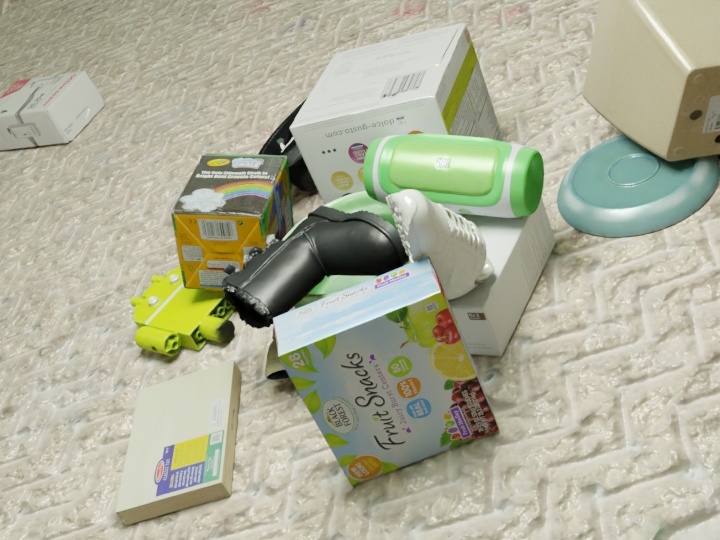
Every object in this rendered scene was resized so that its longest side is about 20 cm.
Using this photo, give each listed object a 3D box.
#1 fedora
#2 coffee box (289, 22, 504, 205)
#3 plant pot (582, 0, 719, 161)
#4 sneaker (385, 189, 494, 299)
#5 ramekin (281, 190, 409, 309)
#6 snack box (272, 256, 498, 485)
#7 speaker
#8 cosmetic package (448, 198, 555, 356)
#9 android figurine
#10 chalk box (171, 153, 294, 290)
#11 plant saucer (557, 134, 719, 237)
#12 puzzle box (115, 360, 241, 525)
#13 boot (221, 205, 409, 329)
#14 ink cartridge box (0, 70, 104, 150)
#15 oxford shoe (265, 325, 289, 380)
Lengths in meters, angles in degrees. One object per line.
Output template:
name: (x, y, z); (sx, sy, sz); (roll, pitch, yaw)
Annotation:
fedora: (-0.061, -0.187, 1.575); (0.200, 0.092, 0.201); (-37, 24, 19)
coffee box: (0.058, -0.176, 1.406); (0.199, 0.198, 0.200); (-8, 35, 24)
plant pot: (0.404, -0.244, 1.272); (0.199, 0.200, 0.177); (-10, 48, -9)
sneaker: (0.082, -0.032, 1.079); (0.080, 0.200, 0.077); (-20, 63, 7)
ramekin: (0.000, 0.000, 1.305); (0.199, 0.098, 0.200); (-17, 36, 13)
snack box: (0.028, 0.105, 1.062); (0.168, 0.200, 0.068); (-21, 35, 5)
speaker: (0.107, -0.111, 1.237); (0.199, 0.089, 0.089); (8, 46, 26)
cosmetic package: (0.139, 0.001, 1.235); (0.113, 0.081, 0.200); (3, 45, 35)
android figurine: (-0.231, 0.044, 1.445); (0.199, 0.041, 0.182); (13, 50, 39)
chalk box: (-0.162, -0.077, 1.434); (0.124, 0.124, 0.200); (3, 35, 9)
plant saucer: (0.337, -0.116, 1.309); (0.199, 0.027, 0.200); (-16, 36, 12)
puzzle box: (-0.209, 0.197, 1.243); (0.133, 0.025, 0.200); (-17, 36, 11)
boot: (-0.056, 0.001, 1.190); (0.162, 0.074, 0.198); (-39, 30, -22)
ink cartridge box: (-0.636, -0.320, 2.130); (0.199, 0.083, 0.147); (-2, 41, 31)
oxford shoe: (-0.023, 0.111, 1.221); (0.199, 0.071, 0.074); (6, 70, 36)
